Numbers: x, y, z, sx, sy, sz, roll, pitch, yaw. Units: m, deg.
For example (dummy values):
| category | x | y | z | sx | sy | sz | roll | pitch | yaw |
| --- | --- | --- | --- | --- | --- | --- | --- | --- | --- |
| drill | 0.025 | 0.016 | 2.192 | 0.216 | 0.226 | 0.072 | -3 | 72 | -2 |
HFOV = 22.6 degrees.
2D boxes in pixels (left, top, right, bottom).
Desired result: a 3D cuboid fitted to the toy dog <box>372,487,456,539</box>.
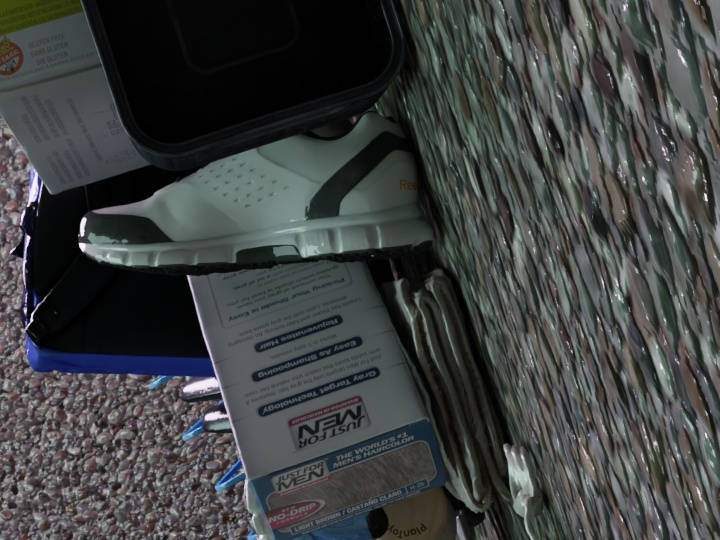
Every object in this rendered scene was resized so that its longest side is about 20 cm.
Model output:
| category | x | y | z | sx | sy | sz | roll | pitch | yaw |
| --- | --- | --- | --- | --- | --- | --- | --- | --- | --- |
| toy dog | 0.006 | 0.202 | 1.090 | 0.096 | 0.200 | 0.132 | 37 | -156 | -2 |

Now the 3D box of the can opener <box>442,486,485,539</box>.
| category | x | y | z | sx | sy | sz | roll | pitch | yaw |
| --- | --- | --- | --- | --- | --- | --- | --- | --- | --- |
| can opener | 0.050 | 0.149 | 1.150 | 0.053 | 0.066 | 0.200 | 81 | 175 | -63 |

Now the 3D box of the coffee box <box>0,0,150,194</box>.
| category | x | y | z | sx | sy | sz | roll | pitch | yaw |
| --- | --- | --- | --- | --- | --- | --- | --- | --- | --- |
| coffee box | -0.125 | -0.186 | 1.022 | 0.200 | 0.200 | 0.198 | 93 | 158 | -77 |

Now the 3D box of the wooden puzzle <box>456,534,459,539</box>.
| category | x | y | z | sx | sy | sz | roll | pitch | yaw |
| --- | --- | --- | --- | --- | --- | --- | --- | --- | --- |
| wooden puzzle | -0.003 | 0.098 | 1.324 | 0.185 | 0.037 | 0.200 | 42 | -163 | -45 |

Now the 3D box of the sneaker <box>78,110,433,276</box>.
| category | x | y | z | sx | sy | sz | roll | pitch | yaw |
| --- | --- | --- | --- | --- | --- | --- | --- | --- | --- |
| sneaker | -0.058 | -0.039 | 0.965 | 0.074 | 0.200 | 0.080 | 1 | -97 | -73 |

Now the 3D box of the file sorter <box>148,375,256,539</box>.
| category | x | y | z | sx | sy | sz | roll | pitch | yaw |
| --- | --- | --- | --- | --- | --- | --- | --- | --- | --- |
| file sorter | -0.051 | 0.127 | 1.400 | 0.200 | 0.123 | 0.139 | 57 | -163 | -3 |

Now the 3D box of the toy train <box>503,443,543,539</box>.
| category | x | y | z | sx | sy | sz | roll | pitch | yaw |
| --- | --- | --- | --- | --- | --- | --- | --- | --- | --- |
| toy train | 0.082 | 0.187 | 0.907 | 0.200 | 0.056 | 0.150 | 76 | 174 | -46 |

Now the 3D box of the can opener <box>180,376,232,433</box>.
| category | x | y | z | sx | sy | sz | roll | pitch | yaw |
| --- | --- | --- | --- | --- | --- | --- | --- | --- | --- |
| can opener | -0.050 | 0.081 | 1.184 | 0.200 | 0.079 | 0.063 | -1 | 118 | 46 |

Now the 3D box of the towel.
| category | x | y | z | sx | sy | sz | roll | pitch | yaw |
| --- | --- | --- | --- | --- | --- | --- | --- | --- | --- |
| towel | 0.045 | 0.067 | 1.024 | 0.200 | 0.034 | 0.133 | 131 | 121 | -86 |

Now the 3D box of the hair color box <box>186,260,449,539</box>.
| category | x | y | z | sx | sy | sz | roll | pitch | yaw |
| --- | --- | --- | --- | --- | --- | --- | --- | --- | --- |
| hair color box | -0.031 | 0.046 | 0.993 | 0.200 | 0.100 | 0.061 | -111 | 3 | -47 |

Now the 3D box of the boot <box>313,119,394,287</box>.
| category | x | y | z | sx | sy | sz | roll | pitch | yaw |
| --- | --- | --- | --- | --- | --- | --- | --- | --- | --- |
| boot | 0.000 | 0.000 | 1.167 | 0.200 | 0.064 | 0.187 | 125 | 127 | -82 |

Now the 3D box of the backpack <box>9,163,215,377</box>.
| category | x | y | z | sx | sy | sz | roll | pitch | yaw |
| --- | --- | --- | --- | --- | --- | --- | --- | --- | --- |
| backpack | -0.145 | -0.033 | 1.169 | 0.168 | 0.162 | 0.200 | 146 | 125 | -72 |

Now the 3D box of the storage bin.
| category | x | y | z | sx | sy | sz | roll | pitch | yaw |
| --- | --- | --- | --- | --- | --- | --- | --- | --- | --- |
| storage bin | -0.070 | -0.159 | 0.852 | 0.094 | 0.135 | 0.200 | 179 | 73 | -85 |

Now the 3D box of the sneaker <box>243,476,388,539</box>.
| category | x | y | z | sx | sy | sz | roll | pitch | yaw |
| --- | --- | --- | --- | --- | --- | --- | --- | --- | --- |
| sneaker | -0.006 | 0.088 | 1.048 | 0.200 | 0.090 | 0.078 | -83 | -20 | -43 |
